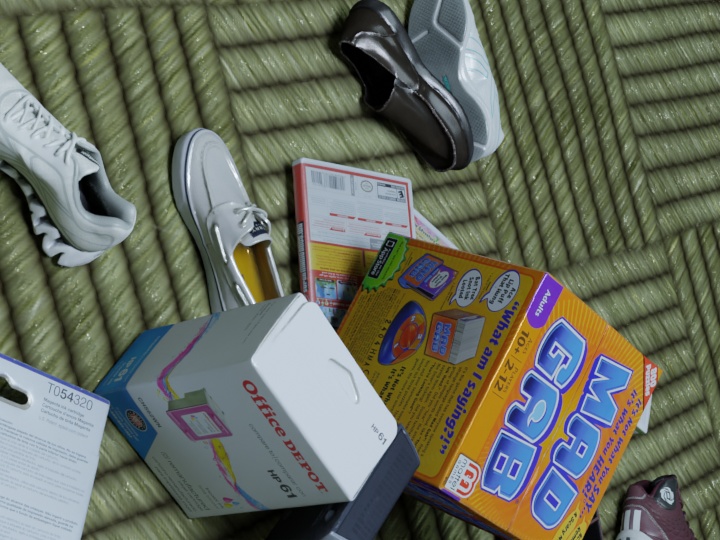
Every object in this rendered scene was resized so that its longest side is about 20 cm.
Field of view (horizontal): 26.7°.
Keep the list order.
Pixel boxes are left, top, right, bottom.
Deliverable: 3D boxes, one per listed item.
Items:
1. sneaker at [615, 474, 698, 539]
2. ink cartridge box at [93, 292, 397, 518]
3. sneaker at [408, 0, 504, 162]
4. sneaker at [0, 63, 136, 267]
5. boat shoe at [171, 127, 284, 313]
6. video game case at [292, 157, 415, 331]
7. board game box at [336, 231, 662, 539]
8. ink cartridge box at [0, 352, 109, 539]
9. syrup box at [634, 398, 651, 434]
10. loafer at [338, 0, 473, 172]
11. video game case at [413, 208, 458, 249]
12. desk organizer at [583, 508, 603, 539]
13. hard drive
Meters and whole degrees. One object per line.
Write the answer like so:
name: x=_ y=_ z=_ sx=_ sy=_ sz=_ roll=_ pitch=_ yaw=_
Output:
sneaker: x=0.368 y=0.295 z=1.730 sx=0.200 sy=0.076 sz=0.116 roll=31 pitch=55 yaw=-37
ink cartridge box: x=-0.092 y=0.111 z=1.196 sx=0.145 sy=0.200 sz=0.085 roll=55 pitch=46 yaw=-20
sneaker: x=0.103 y=-0.212 z=1.604 sx=0.080 sy=0.070 sz=0.201 roll=-13 pitch=92 yaw=-63
sneaker: x=-0.248 y=-0.096 z=1.179 sx=0.200 sy=0.081 sz=0.075 roll=53 pitch=48 yaw=-20
boat shoe: x=-0.105 y=-0.031 z=1.317 sx=0.071 sy=0.070 sz=0.200 roll=-12 pitch=88 yaw=-47
video game case: x=0.000 y=0.000 z=1.434 sx=0.143 sy=0.017 sz=0.200 roll=8 pitch=71 yaw=-41
board game box: x=0.104 y=0.113 z=1.351 sx=0.200 sy=0.200 sz=0.200 roll=37 pitch=77 yaw=-40
ink cartridge box: x=-0.287 y=0.157 z=1.094 sx=0.196 sy=0.043 sz=0.200 roll=30 pitch=56 yaw=-37
syrup box: x=0.231 y=0.103 z=1.613 sx=0.200 sy=0.079 sz=0.082 roll=39 pitch=53 yaw=-43
loafer: x=0.037 y=-0.172 z=1.518 sx=0.200 sy=0.073 sz=0.071 roll=53 pitch=56 yaw=-16
video game case: x=0.080 y=0.061 z=1.525 sx=0.200 sy=0.024 sz=0.182 roll=41 pitch=52 yaw=-31
desk organizer: x=0.188 y=0.229 z=1.533 sx=0.072 sy=0.077 sz=0.200 roll=-17 pitch=98 yaw=-53
hard drive: x=-0.030 y=0.211 z=1.234 sx=0.042 sy=0.200 sz=0.135 roll=41 pitch=50 yaw=-5
